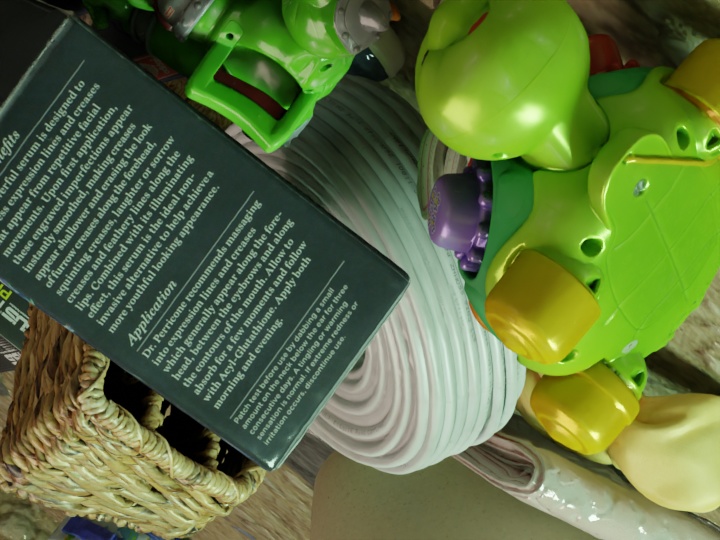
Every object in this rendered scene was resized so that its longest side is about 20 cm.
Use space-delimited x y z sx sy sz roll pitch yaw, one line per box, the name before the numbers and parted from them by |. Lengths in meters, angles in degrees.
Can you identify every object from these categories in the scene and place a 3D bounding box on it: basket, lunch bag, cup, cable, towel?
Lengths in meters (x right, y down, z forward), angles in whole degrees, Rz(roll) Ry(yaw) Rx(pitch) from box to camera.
basket | -0.089 0.024 1.547 0.142 0.201 0.149 18 151 -18
lunch bag | -0.223 0.307 3.079 0.161 0.083 0.200 44 165 -29
cup | 0.047 0.165 1.813 0.143 0.200 0.200 60 176 25
cable | 0.000 0.000 1.453 0.200 0.069 0.200 51 152 26
towel | 0.118 0.114 1.598 0.200 0.032 0.191 26 -177 -33

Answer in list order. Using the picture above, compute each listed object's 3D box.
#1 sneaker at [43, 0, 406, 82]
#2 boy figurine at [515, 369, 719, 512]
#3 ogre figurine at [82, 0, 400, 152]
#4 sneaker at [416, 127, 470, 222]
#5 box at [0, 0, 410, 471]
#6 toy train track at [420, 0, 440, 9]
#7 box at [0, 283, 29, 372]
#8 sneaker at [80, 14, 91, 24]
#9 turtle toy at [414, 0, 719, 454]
sneaker | -0.069 -0.111 1.366 0.200 0.085 0.075 26 162 38
boy figurine | 0.104 0.052 1.512 0.200 0.065 0.124 29 164 27
ogre figurine | -0.052 -0.116 1.245 0.120 0.098 0.200 46 136 0
sneaker | 0.061 -0.041 1.283 0.088 0.081 0.200 31 164 18
box | -0.104 -0.024 1.302 0.200 0.107 0.148 38 177 -26
toy train track | 0.025 -0.143 1.152 0.115 0.033 0.200 35 173 8
box | -0.337 0.019 2.511 0.160 0.044 0.200 41 166 -12
sneaker | -0.170 -0.145 1.465 0.081 0.088 0.201 -106 -3 -69
turtle toy | 0.081 -0.034 1.133 0.101 0.146 0.200 33 165 32
